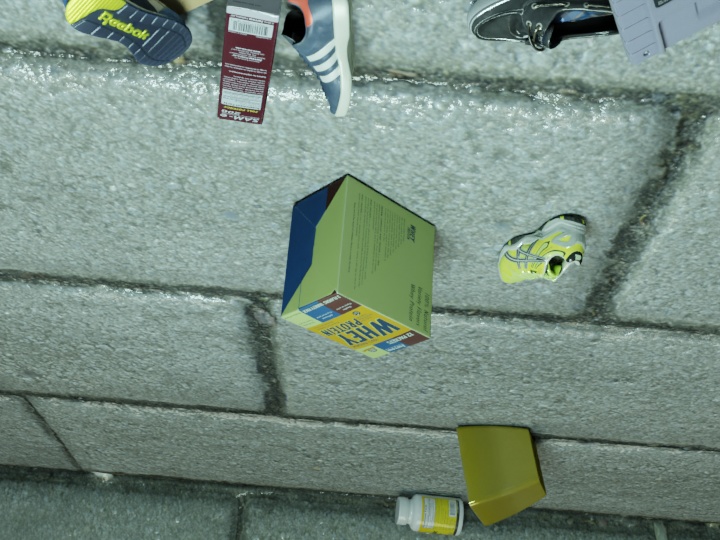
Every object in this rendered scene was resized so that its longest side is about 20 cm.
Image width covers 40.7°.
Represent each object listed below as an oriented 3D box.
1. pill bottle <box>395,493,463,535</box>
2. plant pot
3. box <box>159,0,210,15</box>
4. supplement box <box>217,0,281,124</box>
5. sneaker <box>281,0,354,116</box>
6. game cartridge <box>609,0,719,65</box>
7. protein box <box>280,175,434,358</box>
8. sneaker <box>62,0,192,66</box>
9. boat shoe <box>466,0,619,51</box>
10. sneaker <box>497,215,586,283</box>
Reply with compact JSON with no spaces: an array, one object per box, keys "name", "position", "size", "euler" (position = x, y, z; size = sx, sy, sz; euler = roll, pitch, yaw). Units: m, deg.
[{"name":"pill bottle","position":[0.208,0.739,2.953],"size":[0.196,0.113,0.112],"euler":[8,152,-5]},{"name":"plant pot","position":[0.355,0.492,2.403],"size":[0.173,0.203,0.201],"euler":[-15,148,12]},{"name":"box","position":[-0.266,-0.354,1.087],"size":[0.161,0.022,0.199],"euler":[-13,148,31]},{"name":"supplement box","position":[-0.126,-0.273,1.123],"size":[0.060,0.111,0.201],"euler":[8,153,-8]},{"name":"sneaker","position":[-0.051,-0.268,1.164],"size":[0.083,0.076,0.202],"euler":[1,142,3]},{"name":"game cartridge","position":[0.357,-0.305,1.006],"size":[0.198,0.039,0.130],"euler":[-26,148,14]},{"name":"protein box","position":[0.000,0.000,1.514],"size":[0.198,0.202,0.134],"euler":[26,146,-36]},{"name":"sneaker","position":[-0.264,-0.297,1.103],"size":[0.073,0.083,0.199],"euler":[-36,158,15]},{"name":"boat shoe","position":[0.217,-0.281,1.098],"size":[0.196,0.067,0.070],"euler":[-3,151,14]},{"name":"sneaker","position":[0.286,-0.017,1.570],"size":[0.074,0.078,0.200],"euler":[15,152,-22]}]
